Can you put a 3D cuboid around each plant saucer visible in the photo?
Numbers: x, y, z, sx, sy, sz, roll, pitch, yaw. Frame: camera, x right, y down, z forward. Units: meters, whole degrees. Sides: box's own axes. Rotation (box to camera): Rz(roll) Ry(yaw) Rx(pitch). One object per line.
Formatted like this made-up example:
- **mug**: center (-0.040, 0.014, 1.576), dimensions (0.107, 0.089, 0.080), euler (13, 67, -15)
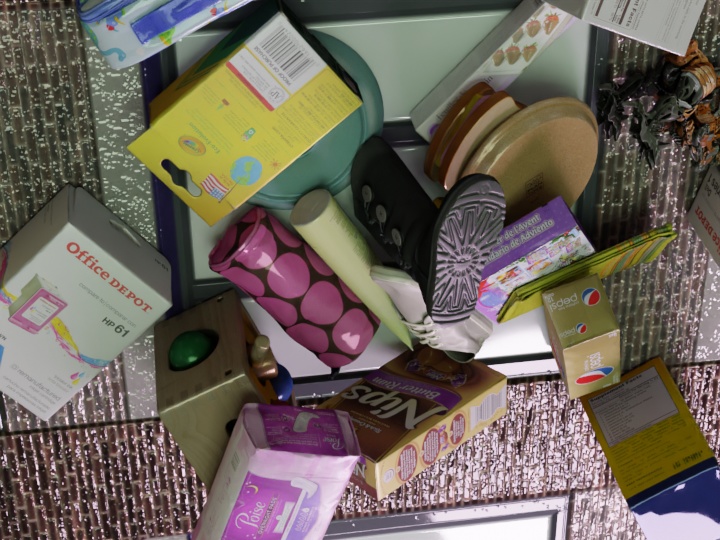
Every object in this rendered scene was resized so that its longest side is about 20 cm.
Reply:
- **plant saucer**: center (-0.072, -0.143, 1.431), dimensions (0.198, 0.028, 0.202), euler (-4, 123, -7)

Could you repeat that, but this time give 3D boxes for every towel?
- **towel**: center (0.241, 0.007, 1.527), dimensions (0.199, 0.018, 0.086), euler (-22, 161, -18)

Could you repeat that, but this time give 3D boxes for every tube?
- **tube**: center (0.000, 0.000, 1.493), dimensions (0.200, 0.052, 0.058), euler (49, 61, -35)

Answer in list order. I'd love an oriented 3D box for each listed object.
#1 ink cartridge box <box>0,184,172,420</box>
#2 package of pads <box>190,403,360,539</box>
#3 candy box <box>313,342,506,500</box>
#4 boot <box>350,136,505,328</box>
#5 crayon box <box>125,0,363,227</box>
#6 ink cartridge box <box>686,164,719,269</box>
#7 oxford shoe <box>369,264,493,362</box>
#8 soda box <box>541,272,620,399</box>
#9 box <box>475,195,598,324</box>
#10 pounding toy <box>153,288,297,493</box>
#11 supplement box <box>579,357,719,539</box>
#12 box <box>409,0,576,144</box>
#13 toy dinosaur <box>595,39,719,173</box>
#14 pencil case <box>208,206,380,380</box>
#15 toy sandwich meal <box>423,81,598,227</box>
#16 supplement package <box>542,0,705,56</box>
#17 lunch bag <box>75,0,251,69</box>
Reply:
- **ink cartridge box**: center (-0.309, 0.034, 1.465), dimensions (0.200, 0.085, 0.144), euler (-42, 119, 14)
- **package of pads**: center (-0.088, 0.226, 1.436), dimensions (0.119, 0.076, 0.201), euler (7, 127, -22)
- **candy box**: center (0.050, 0.153, 1.530), dimensions (0.199, 0.116, 0.057), euler (-31, 131, -33)
- **boot**: center (0.058, -0.069, 1.381), dimensions (0.065, 0.201, 0.166), euler (-2, 127, -25)
- **crayon box**: center (-0.113, -0.150, 1.373), dimensions (0.199, 0.051, 0.127), euler (-38, 120, 13)
- **ink cartridge box**: center (0.430, -0.094, 1.480), dimensions (0.084, 0.147, 0.201), euler (11, 119, -15)
- **oxford shoe**: center (0.074, 0.047, 1.495), dimensions (0.200, 0.075, 0.058), euler (35, 77, -49)
- **soda box**: center (0.239, 0.074, 1.538), dimensions (0.063, 0.068, 0.200), euler (-20, 158, 4)
- **box**: center (0.172, -0.007, 1.483), dimensions (0.136, 0.039, 0.200), euler (-31, 162, 9)
- **pounding toy**: center (-0.126, 0.120, 1.491), dimensions (0.141, 0.185, 0.201), euler (-24, 123, 6)
- **supplement box**: center (0.341, 0.214, 1.623), dimensions (0.108, 0.201, 0.110), euler (-27, 123, 8)
- **box**: center (0.133, -0.205, 1.422), dimensions (0.039, 0.042, 0.200), euler (37, 108, -27)
- **toy dinosaur**: center (0.315, -0.181, 1.456), dimensions (0.135, 0.102, 0.201), euler (-32, 105, -7)
- **pencil case**: center (-0.072, 0.022, 1.503), dimensions (0.093, 0.091, 0.200), euler (-14, 131, 45)
- **toy sandwich meal**: center (0.152, -0.107, 1.449), dimensions (0.204, 0.070, 0.206), euler (-25, 141, -22)
- **supplement package**: center (0.253, -0.316, 1.283), dimensions (0.110, 0.156, 0.202), euler (16, 105, -18)
- **lunch bag**: center (-0.154, -0.267, 1.259), dimensions (0.199, 0.161, 0.083), euler (-27, 123, 8)
